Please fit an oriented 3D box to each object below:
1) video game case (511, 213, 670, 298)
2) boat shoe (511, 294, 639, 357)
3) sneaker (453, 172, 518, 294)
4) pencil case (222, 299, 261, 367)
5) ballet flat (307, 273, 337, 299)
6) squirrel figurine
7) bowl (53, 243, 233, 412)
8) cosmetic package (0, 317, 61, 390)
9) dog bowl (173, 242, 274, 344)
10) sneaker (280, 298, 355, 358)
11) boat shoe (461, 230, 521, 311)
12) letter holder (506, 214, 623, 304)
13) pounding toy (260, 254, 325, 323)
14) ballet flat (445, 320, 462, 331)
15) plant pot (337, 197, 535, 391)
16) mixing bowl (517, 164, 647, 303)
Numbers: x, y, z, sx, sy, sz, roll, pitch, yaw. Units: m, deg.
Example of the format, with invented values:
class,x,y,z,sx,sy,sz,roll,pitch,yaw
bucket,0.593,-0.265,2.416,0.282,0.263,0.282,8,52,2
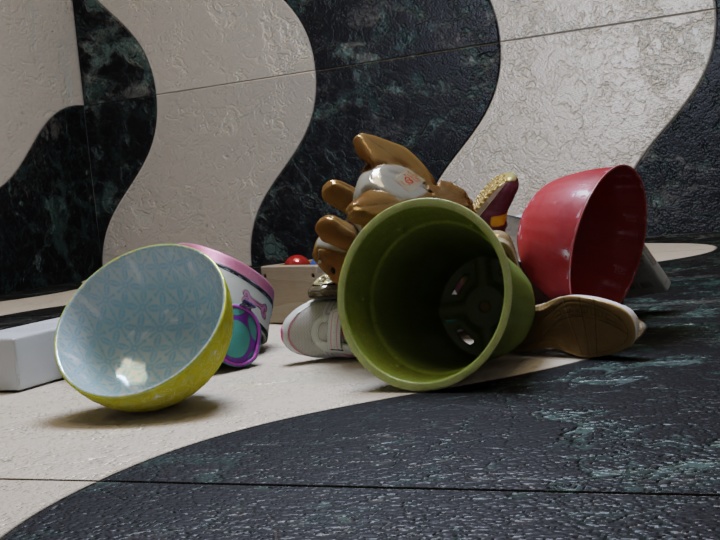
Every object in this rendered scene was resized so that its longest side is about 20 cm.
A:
class,x,y,z,sx,sy,sz,roll,pitch,yaw
video game case,0.320,-0.023,1.504,0.200,0.182,0.023,-14,36,46
boat shoe,0.247,0.059,1.201,0.069,0.071,0.200,-11,5,-39
sneaker,0.174,-0.037,1.385,0.090,0.200,0.075,30,29,-1
pencil case,-0.216,0.082,1.394,0.200,0.092,0.085,-3,49,52
ballet flat,0.000,0.000,1.379,0.067,0.046,0.200,8,17,38
squirrel figurine,0.038,-0.040,1.253,0.200,0.142,0.187,12,-44,-18
bowl,-0.219,0.080,1.128,0.200,0.200,0.108,-4,-38,18
cosmetic package,-0.438,0.111,1.416,0.101,0.071,0.200,-3,4,26
dog bowl,-0.213,0.032,1.494,0.200,0.074,0.200,19,-21,8
sneaker,-0.003,0.071,1.313,0.200,0.082,0.088,-6,2,-1
boat shoe,0.169,0.006,1.309,0.074,0.069,0.200,7,-35,11
letter holder,0.267,0.019,1.471,0.200,0.142,0.101,14,43,24
pounding toy,-0.059,0.010,1.836,0.200,0.143,0.184,-9,6,-42
ballet flat,0.094,0.069,1.437,0.200,0.070,0.069,-3,2,-36
plant pot,0.106,0.035,1.146,0.200,0.201,0.190,-3,-8,28
mixing bowl,0.269,-0.041,1.304,0.108,0.201,0.200,15,16,38
